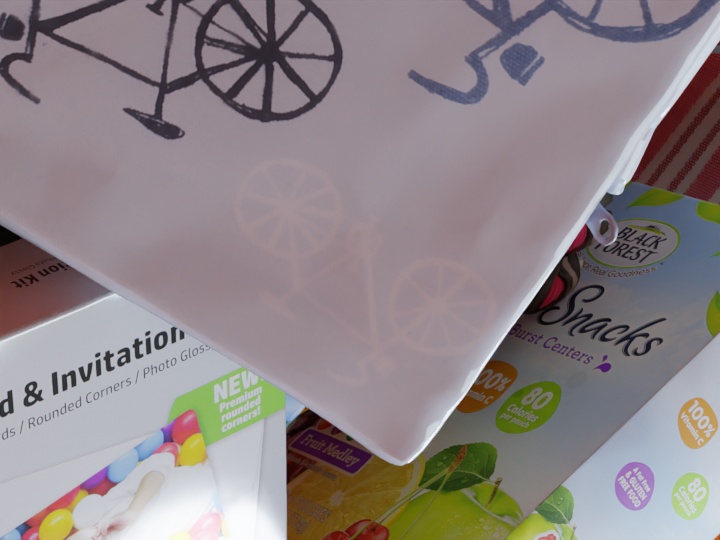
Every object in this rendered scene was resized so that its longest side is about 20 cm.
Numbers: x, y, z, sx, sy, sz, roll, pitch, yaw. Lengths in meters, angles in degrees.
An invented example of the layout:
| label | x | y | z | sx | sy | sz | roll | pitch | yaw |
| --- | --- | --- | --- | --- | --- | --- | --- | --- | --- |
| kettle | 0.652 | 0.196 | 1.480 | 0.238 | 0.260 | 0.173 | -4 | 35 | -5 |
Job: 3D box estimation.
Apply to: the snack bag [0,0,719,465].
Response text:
| label | x | y | z | sx | sy | sz | roll | pitch | yaw |
| --- | --- | --- | --- | --- | --- | --- | --- | --- | --- |
| snack bag | -0.009 | -0.067 | 0.759 | 0.200 | 0.188 | 0.021 | -57 | -169 | 16 |

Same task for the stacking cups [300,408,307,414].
| label | x | y | z | sx | sy | sz | roll | pitch | yaw |
| --- | --- | --- | --- | --- | --- | --- | --- | --- | --- |
| stacking cups | 0.000 | 0.000 | 0.962 | 0.060 | 0.061 | 0.200 | -42 | -177 | -26 |

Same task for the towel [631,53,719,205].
| label | x | y | z | sx | sy | sz | roll | pitch | yaw |
| --- | --- | --- | --- | --- | --- | --- | --- | --- | --- |
| towel | 0.158 | -0.021 | 1.197 | 0.030 | 0.200 | 0.147 | 41 | 85 | -29 |

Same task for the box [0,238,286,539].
| label | x | y | z | sx | sy | sz | roll | pitch | yaw |
| --- | --- | --- | --- | --- | --- | --- | --- | --- | --- |
| box | -0.091 | 0.087 | 0.841 | 0.155 | 0.041 | 0.201 | -23 | 129 | -32 |

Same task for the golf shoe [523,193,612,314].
| label | x | y | z | sx | sy | sz | roll | pitch | yaw |
| --- | --- | --- | --- | --- | --- | --- | --- | --- | --- |
| golf shoe | 0.047 | -0.059 | 1.022 | 0.088 | 0.077 | 0.201 | -26 | 136 | -39 |

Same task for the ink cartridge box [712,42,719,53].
| label | x | y | z | sx | sy | sz | roll | pitch | yaw |
| --- | --- | --- | --- | --- | --- | --- | --- | --- | --- |
| ink cartridge box | 0.204 | -0.127 | 1.089 | 0.146 | 0.199 | 0.085 | 51 | 50 | -72 |

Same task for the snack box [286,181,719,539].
| label | x | y | z | sx | sy | sz | roll | pitch | yaw |
| --- | --- | --- | --- | --- | --- | --- | --- | --- | --- |
| snack box | 0.067 | 0.058 | 1.093 | 0.200 | 0.168 | 0.068 | -41 | 116 | -16 |

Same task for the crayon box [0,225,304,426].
| label | x | y | z | sx | sy | sz | roll | pitch | yaw |
| --- | --- | --- | --- | --- | --- | --- | --- | --- | --- |
| crayon box | -0.119 | 0.071 | 0.873 | 0.200 | 0.052 | 0.126 | -48 | 139 | -7 |

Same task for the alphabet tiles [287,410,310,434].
| label | x | y | z | sx | sy | sz | roll | pitch | yaw |
| --- | --- | --- | --- | --- | --- | --- | --- | --- | --- |
| alphabet tiles | 0.029 | 0.009 | 1.183 | 0.167 | 0.008 | 0.200 | -38 | 158 | -36 |
